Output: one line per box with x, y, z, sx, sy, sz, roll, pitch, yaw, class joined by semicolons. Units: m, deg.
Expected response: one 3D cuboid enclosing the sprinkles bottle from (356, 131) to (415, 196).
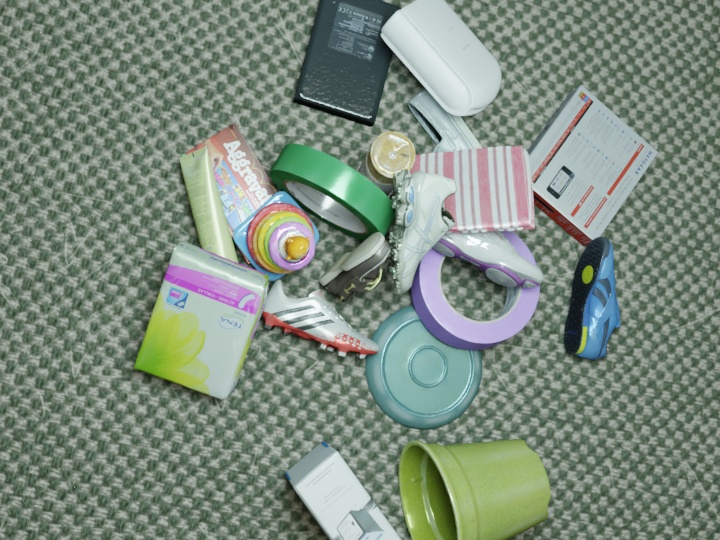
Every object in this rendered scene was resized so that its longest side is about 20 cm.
0.033;-0.152;1.194;0.067;0.200;0.070;1;84;-8;sprinkles bottle

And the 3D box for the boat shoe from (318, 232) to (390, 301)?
0.000;0.000;1.180;0.060;0.200;0.072;46;61;-7;boat shoe

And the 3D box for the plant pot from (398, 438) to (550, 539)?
0.180;0.341;1.194;0.181;0.200;0.204;-8;86;-21;plant pot

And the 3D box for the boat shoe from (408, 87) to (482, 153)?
0.146;-0.207;1.290;0.071;0.070;0.203;-31;85;-6;boat shoe

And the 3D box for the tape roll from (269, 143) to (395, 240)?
-0.041;-0.114;1.179;0.199;0.200;0.049;31;81;-5;tape roll

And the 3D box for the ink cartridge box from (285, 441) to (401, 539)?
-0.019;0.366;1.168;0.086;0.146;0.201;-38;92;-12;ink cartridge box

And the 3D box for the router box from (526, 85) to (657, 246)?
0.376;-0.177;1.331;0.179;0.049;0.201;39;80;-4;router box

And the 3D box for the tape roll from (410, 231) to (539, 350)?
0.183;0.022;1.256;0.196;0.066;0.204;3;74;-9;tape roll

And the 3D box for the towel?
0.160;-0.117;1.190;0.196;0.030;0.148;-3;59;10;towel

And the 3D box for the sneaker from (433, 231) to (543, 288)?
0.199;-0.046;1.204;0.198;0.075;0.101;29;72;0;sneaker

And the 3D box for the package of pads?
-0.232;0.077;1.172;0.152;0.068;0.203;21;103;-6;package of pads

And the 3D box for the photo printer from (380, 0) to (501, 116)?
0.140;-0.342;1.259;0.200;0.069;0.166;48;38;-2;photo printer

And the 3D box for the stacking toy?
-0.104;-0.041;1.144;0.116;0.200;0.110;-42;107;-8;stacking toy

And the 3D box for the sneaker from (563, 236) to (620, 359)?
0.395;0.047;1.298;0.077;0.066;0.204;7;97;-16;sneaker

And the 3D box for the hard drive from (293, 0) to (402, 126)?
-0.019;-0.353;1.289;0.137;0.033;0.203;16;82;-8;hard drive

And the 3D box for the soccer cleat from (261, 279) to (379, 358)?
-0.058;0.077;1.229;0.197;0.069;0.086;19;86;-3;soccer cleat

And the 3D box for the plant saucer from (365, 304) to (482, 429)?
0.107;0.155;1.268;0.197;0.027;0.204;1;85;-10;plant saucer

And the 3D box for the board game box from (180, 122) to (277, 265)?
-0.189;-0.122;1.248;0.102;0.019;0.202;-33;91;-12;board game box

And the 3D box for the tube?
-0.231;-0.084;1.208;0.057;0.052;0.203;-15;94;4;tube

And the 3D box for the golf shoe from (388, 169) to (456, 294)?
0.089;-0.048;1.122;0.095;0.202;0.079;-2;41;-9;golf shoe
